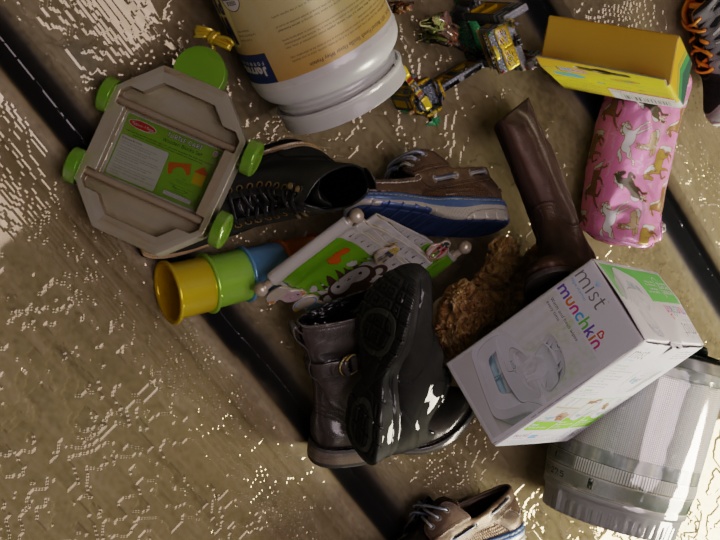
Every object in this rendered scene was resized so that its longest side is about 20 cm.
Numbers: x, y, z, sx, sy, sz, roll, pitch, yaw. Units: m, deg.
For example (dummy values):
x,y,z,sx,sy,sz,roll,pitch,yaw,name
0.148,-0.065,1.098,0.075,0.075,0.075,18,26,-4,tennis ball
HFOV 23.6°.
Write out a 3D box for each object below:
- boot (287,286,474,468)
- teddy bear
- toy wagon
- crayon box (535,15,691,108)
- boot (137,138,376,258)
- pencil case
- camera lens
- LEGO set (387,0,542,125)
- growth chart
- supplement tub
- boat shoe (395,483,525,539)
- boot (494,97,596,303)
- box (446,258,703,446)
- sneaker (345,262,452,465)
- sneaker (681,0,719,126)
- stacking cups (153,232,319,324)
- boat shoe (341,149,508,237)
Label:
x,y,z,sx,sy,sz,roll,pitch,yaw,name
0.026,0.094,1.655,0.199,0.069,0.175,-14,122,-25,boot
0.128,0.034,1.702,0.200,0.067,0.146,-39,151,-38,teddy bear
-0.162,-0.116,1.508,0.154,0.040,0.201,24,86,7,toy wagon
0.245,-0.200,1.643,0.126,0.200,0.051,12,92,14,crayon box
-0.097,-0.063,1.540,0.199,0.138,0.078,-29,112,-21,boot
0.284,-0.125,1.778,0.086,0.083,0.202,7,95,-42,pencil case
0.283,0.163,1.784,0.159,0.160,0.201,14,92,-31,camera lens
0.086,-0.241,1.622,0.153,0.116,0.201,-23,109,-24,LEGO set
0.000,0.000,1.615,0.145,0.018,0.199,-42,148,22,growth chart
-0.053,-0.237,1.529,0.144,0.144,0.201,-34,113,-20,supplement tub
0.079,0.265,1.746,0.199,0.072,0.073,-13,101,-37,boat shoe
0.166,-0.073,1.652,0.064,0.186,0.201,-19,81,15,boot
0.208,0.082,1.627,0.176,0.097,0.200,-38,161,20,box
0.043,0.082,1.595,0.090,0.076,0.201,-7,122,-31,sneaker
0.375,-0.254,1.816,0.077,0.078,0.202,1,96,-16,sneaker
-0.090,0.003,1.602,0.199,0.060,0.061,-11,104,-28,stacking cups
0.056,-0.074,1.656,0.199,0.072,0.073,4,65,-44,boat shoe
